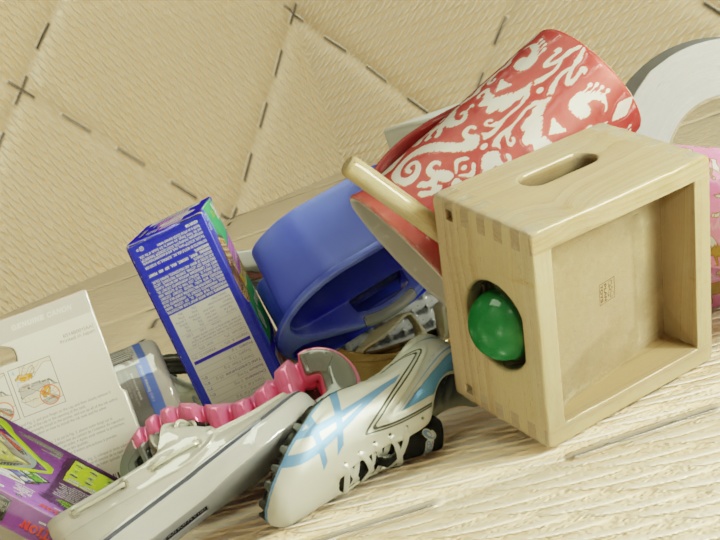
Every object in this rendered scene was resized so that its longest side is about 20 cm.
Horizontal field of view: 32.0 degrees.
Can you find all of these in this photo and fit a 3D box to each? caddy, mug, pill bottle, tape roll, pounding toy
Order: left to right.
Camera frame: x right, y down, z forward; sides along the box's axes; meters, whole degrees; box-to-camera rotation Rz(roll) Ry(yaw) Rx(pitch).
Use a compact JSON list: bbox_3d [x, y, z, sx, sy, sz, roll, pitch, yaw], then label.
[{"bbox_3d":[-0.251,0.146,1.072,0.199,0.114,0.114,-21,9,-13],"label":"pill bottle"},{"bbox_3d":[0.000,0.000,1.099,0.199,0.105,0.142,-31,-26,-16],"label":"caddy"},{"bbox_3d":[0.094,-0.090,0.968,0.200,0.177,0.133,-45,-28,-4],"label":"mug"},{"bbox_3d":[0.116,-0.005,0.852,0.199,0.185,0.142,-23,30,-27],"label":"pounding toy"},{"bbox_3d":[0.315,-0.103,1.098,0.199,0.201,0.066,-18,8,5],"label":"tape roll"}]

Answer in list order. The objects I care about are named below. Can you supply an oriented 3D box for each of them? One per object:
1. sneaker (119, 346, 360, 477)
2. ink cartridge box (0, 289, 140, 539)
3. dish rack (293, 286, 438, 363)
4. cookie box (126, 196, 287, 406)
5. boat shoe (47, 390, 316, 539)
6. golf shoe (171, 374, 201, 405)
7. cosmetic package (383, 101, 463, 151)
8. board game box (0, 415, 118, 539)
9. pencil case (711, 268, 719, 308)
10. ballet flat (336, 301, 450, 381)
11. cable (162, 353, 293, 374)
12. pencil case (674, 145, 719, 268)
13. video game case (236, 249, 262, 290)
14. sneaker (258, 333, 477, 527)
[{"bbox_3d":[-0.083,0.133,0.958,0.199,0.079,0.095,-21,-30,5],"label":"sneaker"},{"bbox_3d":[-0.277,0.132,0.987,0.199,0.177,0.045,-20,-3,-11],"label":"ink cartridge box"},{"bbox_3d":[0.019,0.017,1.193,0.199,0.173,0.044,-20,-20,-2],"label":"dish rack"},{"bbox_3d":[-0.124,0.045,1.112,0.075,0.201,0.171,-25,9,0],"label":"cookie box"},{"bbox_3d":[-0.120,0.136,0.857,0.200,0.066,0.072,-37,-17,-15],"label":"boat shoe"},{"bbox_3d":[-0.234,0.136,1.310,0.097,0.079,0.200,-4,5,-33],"label":"golf shoe"},{"bbox_3d":[0.160,-0.095,1.393,0.167,0.201,0.166,-23,9,-31],"label":"cosmetic package"},{"bbox_3d":[-0.255,0.145,0.907,0.032,0.199,0.120,-60,4,4],"label":"board game box"},{"bbox_3d":[0.282,-0.012,1.012,0.199,0.087,0.083,-17,-23,12],"label":"pencil case"},{"bbox_3d":[0.065,0.059,1.090,0.199,0.063,0.069,-23,8,-28],"label":"ballet flat"},{"bbox_3d":[-0.103,0.077,1.265,0.199,0.051,0.097,2,10,10],"label":"cable"},{"bbox_3d":[0.282,-0.037,0.911,0.199,0.087,0.083,13,59,34],"label":"pencil case"},{"bbox_3d":[-0.030,0.001,1.351,0.199,0.023,0.182,-5,-14,19],"label":"video game case"},{"bbox_3d":[0.011,0.114,0.875,0.072,0.072,0.200,35,52,27],"label":"sneaker"}]
